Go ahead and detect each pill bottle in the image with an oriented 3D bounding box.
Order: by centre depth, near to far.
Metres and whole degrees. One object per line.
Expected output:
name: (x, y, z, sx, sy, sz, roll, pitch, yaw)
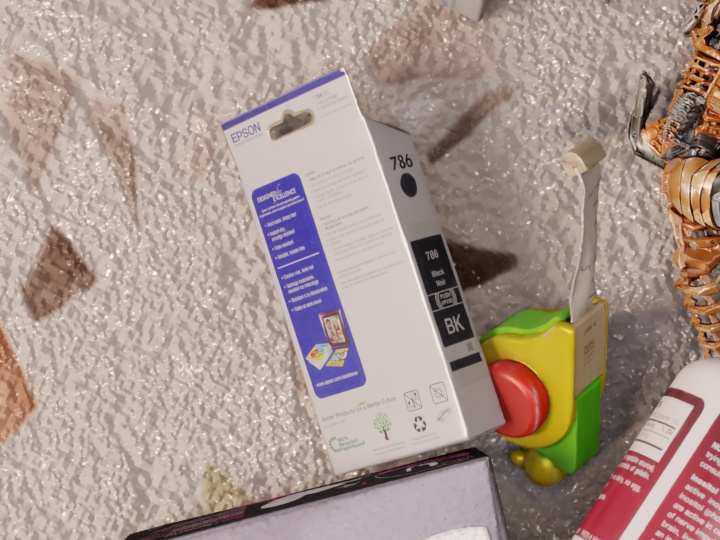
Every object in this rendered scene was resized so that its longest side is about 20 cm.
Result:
pill bottle: (0.180, 0.118, 0.947, 0.113, 0.113, 0.200, 34, 85, 1)

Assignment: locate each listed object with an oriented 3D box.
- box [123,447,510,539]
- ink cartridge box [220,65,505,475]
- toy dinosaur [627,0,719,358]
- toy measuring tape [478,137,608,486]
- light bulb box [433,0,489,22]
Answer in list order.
box: (-0.017, 0.179, 0.984, 0.199, 0.115, 0.133, -14, 87, 0)
ink cartridge box: (0.000, 0.000, 1.005, 0.099, 0.039, 0.201, -19, 89, 41)
toy dinosaur: (0.208, -0.049, 1.020, 0.135, 0.102, 0.201, 7, 114, 14)
toy measuring tape: (0.090, 0.022, 0.995, 0.073, 0.074, 0.201, -2, 117, 0)
light bulb box: (0.016, -0.265, 0.999, 0.199, 0.125, 0.199, 26, 88, 2)
